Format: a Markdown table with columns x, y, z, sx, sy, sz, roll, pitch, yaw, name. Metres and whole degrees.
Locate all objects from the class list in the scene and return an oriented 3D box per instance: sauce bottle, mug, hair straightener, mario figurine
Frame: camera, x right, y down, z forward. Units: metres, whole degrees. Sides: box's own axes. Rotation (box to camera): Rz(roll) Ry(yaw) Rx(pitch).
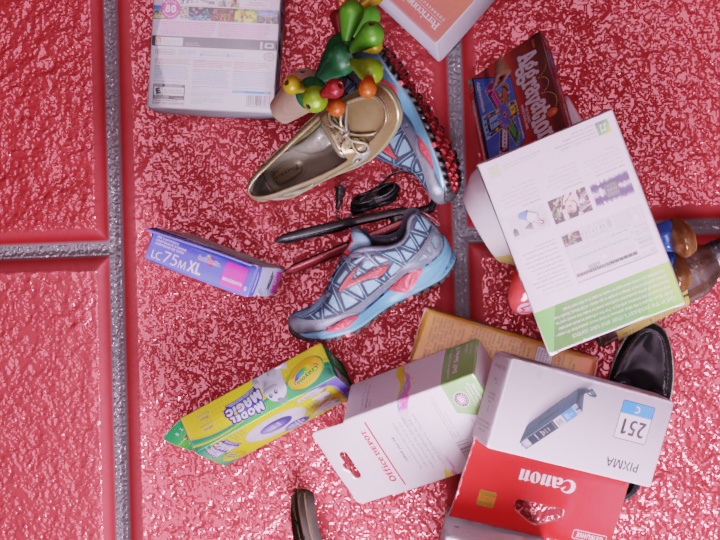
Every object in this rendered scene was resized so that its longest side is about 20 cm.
| x | y | z | sx | sy | sz | roll | pitch | yaw | name |
| --- | --- | --- | --- | --- | --- | --- | --- | --- | --- |
| 0.335 | 0.013 | 1.483 | 0.198 | 0.065 | 0.065 | -25 | 86 | -1 | sauce bottle |
| 0.202 | -0.066 | 1.461 | 0.152 | 0.149 | 0.188 | -30 | 80 | 11 | mug |
| -0.004 | -0.065 | 1.524 | 0.197 | 0.041 | 0.078 | -21 | 87 | 3 | hair straightener |
| 0.248 | 0.015 | 1.399 | 0.197 | 0.106 | 0.125 | -13 | 99 | -6 | mario figurine |

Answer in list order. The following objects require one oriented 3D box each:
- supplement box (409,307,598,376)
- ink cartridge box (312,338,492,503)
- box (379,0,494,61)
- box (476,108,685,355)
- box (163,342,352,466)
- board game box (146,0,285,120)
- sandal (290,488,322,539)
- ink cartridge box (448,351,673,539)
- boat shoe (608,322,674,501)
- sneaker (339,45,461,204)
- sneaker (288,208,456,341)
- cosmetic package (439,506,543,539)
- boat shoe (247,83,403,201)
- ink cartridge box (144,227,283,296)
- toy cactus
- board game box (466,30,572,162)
| x | y | z | sx | sy | sz | roll | pitch | yaw | name |
| --- | --- | --- | --- | --- | --- | --- | --- | --- | --- |
| 0.155 | 0.097 | 1.494 | 0.197 | 0.067 | 0.070 | 14 | 89 | 4 | supplement box |
| 0.061 | 0.164 | 1.462 | 0.198 | 0.068 | 0.118 | -21 | 117 | 22 | ink cartridge box |
| 0.097 | -0.359 | 1.493 | 0.152 | 0.106 | 0.200 | 42 | 91 | 4 | box |
| 0.214 | -0.037 | 1.334 | 0.143 | 0.036 | 0.203 | -21 | 91 | 11 | box |
| -0.109 | 0.153 | 1.486 | 0.198 | 0.117 | 0.049 | -27 | 72 | 4 | box |
| -0.158 | -0.276 | 1.533 | 0.145 | 0.064 | 0.203 | 4 | 90 | 4 | board game box |
| -0.036 | 0.338 | 1.508 | 0.054 | 0.082 | 0.203 | -8 | 80 | -17 | sandal |
| 0.207 | 0.192 | 1.400 | 0.197 | 0.045 | 0.179 | 15 | 93 | -20 | ink cartridge box |
| 0.296 | 0.154 | 1.480 | 0.074 | 0.066 | 0.202 | 19 | 90 | 5 | boat shoe |
| 0.038 | -0.150 | 1.515 | 0.095 | 0.079 | 0.202 | -35 | 76 | 19 | sneaker |
| 0.000 | 0.000 | 1.490 | 0.198 | 0.079 | 0.096 | -30 | 107 | -5 | sneaker |
| 0.133 | 0.308 | 1.423 | 0.111 | 0.200 | 0.082 | 12 | 90 | 2 | cosmetic package |
| -0.040 | -0.132 | 1.477 | 0.199 | 0.063 | 0.074 | -26 | 95 | 32 | boat shoe |
| -0.155 | -0.008 | 1.455 | 0.118 | 0.200 | 0.043 | 20 | 89 | 5 | ink cartridge box |
| -0.042 | -0.213 | 1.437 | 0.102 | 0.202 | 0.164 | 36 | 132 | -22 | toy cactus |
| 0.168 | -0.164 | 1.441 | 0.102 | 0.202 | 0.019 | -32 | 127 | 22 | board game box |
